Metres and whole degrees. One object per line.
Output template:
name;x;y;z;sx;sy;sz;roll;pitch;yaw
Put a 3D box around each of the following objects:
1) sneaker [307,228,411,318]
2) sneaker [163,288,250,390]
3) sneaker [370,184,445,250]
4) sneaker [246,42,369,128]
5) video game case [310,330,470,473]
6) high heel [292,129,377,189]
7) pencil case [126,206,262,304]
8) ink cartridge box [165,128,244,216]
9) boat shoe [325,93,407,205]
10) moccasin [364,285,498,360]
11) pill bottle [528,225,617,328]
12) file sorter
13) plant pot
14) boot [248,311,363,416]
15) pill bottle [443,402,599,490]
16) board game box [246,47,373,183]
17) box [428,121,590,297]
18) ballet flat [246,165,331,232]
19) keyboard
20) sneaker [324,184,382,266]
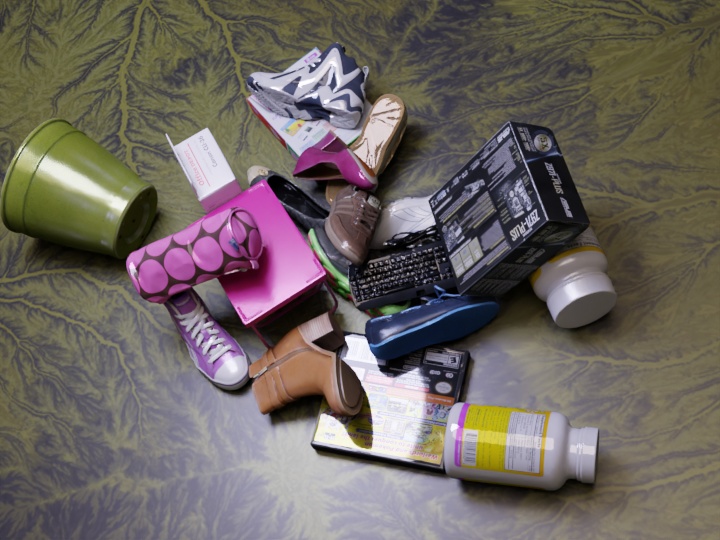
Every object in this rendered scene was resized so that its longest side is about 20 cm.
sneaker;0.000;0.000;1.745;0.200;0.077;0.084;39;71;17
sneaker;-0.243;0.089;1.728;0.072;0.114;0.201;-38;62;-10
sneaker;0.101;-0.070;1.753;0.199;0.075;0.088;-21;66;3
sneaker;-0.076;-0.317;1.871;0.198;0.080;0.130;14;66;19
video game case;0.044;0.187;1.659;0.198;0.026;0.182;8;65;16
high heel;-0.042;-0.145;1.748;0.096;0.067;0.200;-46;38;5
pencil case;-0.239;-0.016;1.659;0.199;0.091;0.094;-21;92;26
ink cartridge box;-0.226;-0.135;1.789;0.067;0.200;0.117;-30;60;-3
boat shoe;0.018;-0.182;1.832;0.074;0.069;0.201;35;97;19
moccasin;0.100;0.062;1.661;0.198;0.081;0.068;-15;50;-14
pill bottle;0.287;-0.026;1.659;0.113;0.114;0.201;-20;60;2
file sorter;-0.143;-0.002;1.743;0.138;0.126;0.200;-32;60;-4
plant pot;-0.439;-0.114;1.851;0.192;0.201;0.201;25;71;11
boot;-0.083;0.166;1.653;0.154;0.074;0.201;-33;36;12
pill bottle;0.217;0.238;1.544;0.198;0.104;0.105;5;64;15
board game box;-0.073;-0.260;1.909;0.153;0.040;0.200;-37;61;-7
box;0.204;-0.082;1.611;0.086;0.200;0.165;4;56;-36
ballet flat;-0.102;-0.116;1.825;0.199;0.057;0.066;36;50;23
keyboard;0.076;-0.014;1.687;0.198;0.040;0.105;-15;69;-8
sneaker;-0.005;-0.083;1.704;0.076;0.070;0.200;-45;23;19
